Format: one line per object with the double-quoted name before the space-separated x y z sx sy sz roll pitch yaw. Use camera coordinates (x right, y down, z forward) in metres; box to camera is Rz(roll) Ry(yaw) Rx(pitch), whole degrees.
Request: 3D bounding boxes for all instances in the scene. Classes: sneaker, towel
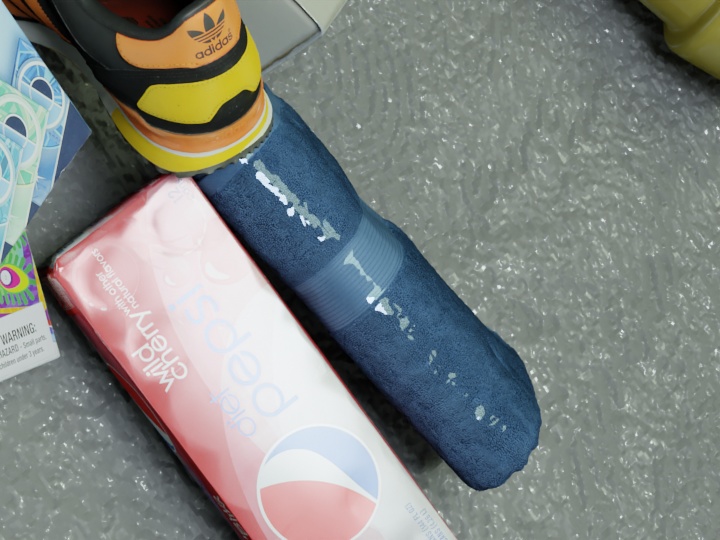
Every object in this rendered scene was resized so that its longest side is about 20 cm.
"sneaker" -0.109 -0.124 0.824 0.070 0.090 0.200 -37 60 -23
"towel" 0.000 0.000 0.896 0.048 0.112 0.200 -40 103 6

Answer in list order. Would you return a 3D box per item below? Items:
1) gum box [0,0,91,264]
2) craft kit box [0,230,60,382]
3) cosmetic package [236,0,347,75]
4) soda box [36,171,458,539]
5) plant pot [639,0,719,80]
"gum box" -0.190 -0.065 0.695 0.200 0.044 0.170 57 40 -30
"craft kit box" -0.205 -0.034 0.740 0.200 0.048 0.198 -26 101 -55
"cosmetic package" -0.030 -0.186 0.959 0.103 0.087 0.200 45 51 -15
"soda box" -0.042 0.058 0.855 0.070 0.063 0.200 -38 97 -9
"plant pot" 0.172 -0.211 1.062 0.188 0.201 0.201 25 57 -7
